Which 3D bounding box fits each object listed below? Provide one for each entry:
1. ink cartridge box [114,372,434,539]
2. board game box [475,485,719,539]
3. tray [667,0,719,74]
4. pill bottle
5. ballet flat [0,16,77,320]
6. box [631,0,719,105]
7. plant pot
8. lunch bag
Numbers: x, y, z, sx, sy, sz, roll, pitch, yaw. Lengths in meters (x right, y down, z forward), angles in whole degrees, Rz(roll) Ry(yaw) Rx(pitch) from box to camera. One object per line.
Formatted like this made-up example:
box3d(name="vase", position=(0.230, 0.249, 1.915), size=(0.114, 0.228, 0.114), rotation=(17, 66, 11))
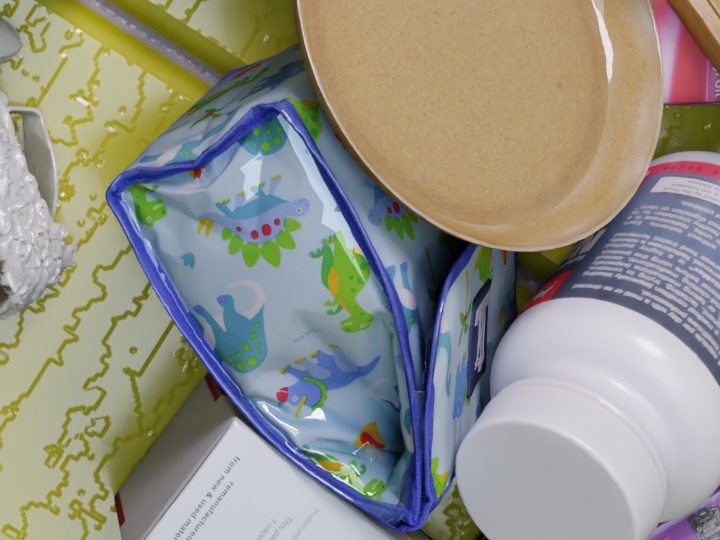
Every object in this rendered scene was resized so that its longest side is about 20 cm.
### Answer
box3d(name="ink cartridge box", position=(-0.011, 0.147, 1.235), size=(0.200, 0.146, 0.083), rotation=(37, 90, -10))
box3d(name="board game box", position=(0.158, 0.103, 1.267), size=(0.200, 0.120, 0.032), rotation=(-29, 106, -5))
box3d(name="tray", position=(0.188, -0.141, 1.192), size=(0.099, 0.037, 0.200), rotation=(-38, 102, -4))
box3d(name="pill bottle", position=(0.128, 0.045, 1.210), size=(0.120, 0.120, 0.200), rotation=(51, 46, -10))
box3d(name="ballet flat", position=(-0.183, -0.078, 1.237), size=(0.072, 0.072, 0.200), rotation=(-16, 100, -6))
box3d(name="box", position=(0.166, -0.179, 1.251), size=(0.099, 0.095, 0.200), rotation=(-2, 96, -9))
box3d(name="plant pot", position=(0.048, -0.102, 1.149), size=(0.200, 0.027, 0.200), rotation=(11, 70, -33))
box3d(name="lunch bag", position=(0.000, 0.000, 1.197), size=(0.127, 0.170, 0.200), rotation=(-23, 102, 25))
